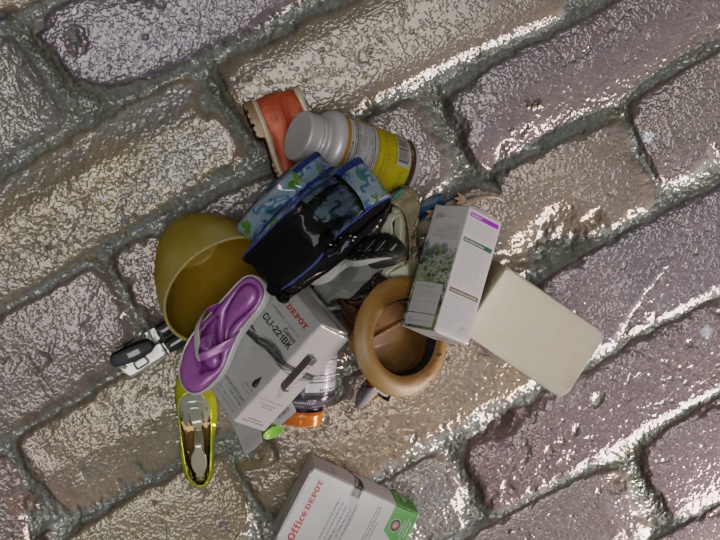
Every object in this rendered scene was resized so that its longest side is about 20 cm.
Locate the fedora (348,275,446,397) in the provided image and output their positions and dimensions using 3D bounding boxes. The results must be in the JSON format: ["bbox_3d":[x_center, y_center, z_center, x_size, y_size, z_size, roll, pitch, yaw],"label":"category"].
[{"bbox_3d":[0.047,0.103,1.635,0.201,0.082,0.201,5,82,-42],"label":"fedora"}]

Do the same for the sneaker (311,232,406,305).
[{"bbox_3d":[0.000,0.000,1.601,0.079,0.200,0.074,56,46,-14],"label":"sneaker"}]

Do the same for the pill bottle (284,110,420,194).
[{"bbox_3d":[-0.014,-0.178,1.614,0.200,0.109,0.109,17,97,-33],"label":"pill bottle"}]

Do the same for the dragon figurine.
[{"bbox_3d":[0.129,-0.089,1.702,0.200,0.099,0.059,-30,104,-20],"label":"dragon figurine"}]

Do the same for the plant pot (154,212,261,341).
[{"bbox_3d":[-0.235,-0.009,1.611,0.200,0.142,0.200,-21,136,-22],"label":"plant pot"}]

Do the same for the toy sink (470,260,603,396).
[{"bbox_3d":[0.274,0.094,1.726,0.200,0.112,0.130,33,93,-6],"label":"toy sink"}]

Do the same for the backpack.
[{"bbox_3d":[-0.063,-0.080,1.497,0.147,0.183,0.200,51,47,2],"label":"backpack"}]

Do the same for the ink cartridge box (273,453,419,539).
[{"bbox_3d":[-0.027,0.415,1.747,0.200,0.084,0.146,27,94,-11],"label":"ink cartridge box"}]

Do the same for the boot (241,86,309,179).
[{"bbox_3d":[-0.099,-0.189,1.654,0.107,0.075,0.200,-24,100,-8],"label":"boot"}]

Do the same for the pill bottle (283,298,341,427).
[{"bbox_3d":[-0.090,0.148,1.687,0.106,0.106,0.200,4,98,-8],"label":"pill bottle"}]

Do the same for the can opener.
[{"bbox_3d":[-0.303,0.106,1.677,0.200,0.066,0.053,-31,100,-7],"label":"can opener"}]

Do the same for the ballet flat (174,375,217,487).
[{"bbox_3d":[-0.264,0.258,1.700,0.067,0.067,0.200,-3,99,-6],"label":"ballet flat"}]

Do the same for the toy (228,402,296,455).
[{"bbox_3d":[-0.169,0.179,1.657,0.115,0.200,0.047,-42,142,19],"label":"toy"}]

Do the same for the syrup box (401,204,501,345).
[{"bbox_3d":[0.139,0.004,1.599,0.081,0.079,0.200,24,79,-38],"label":"syrup box"}]

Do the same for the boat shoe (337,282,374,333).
[{"bbox_3d":[-0.003,0.052,1.703,0.072,0.068,0.200,-28,101,-3],"label":"boat shoe"}]

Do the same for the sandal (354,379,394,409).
[{"bbox_3d":[0.073,0.160,1.724,0.059,0.079,0.207,41,90,-9],"label":"sandal"}]

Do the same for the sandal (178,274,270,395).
[{"bbox_3d":[-0.212,0.088,1.544,0.082,0.050,0.203,33,91,27],"label":"sandal"}]

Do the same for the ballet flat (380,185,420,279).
[{"bbox_3d":[0.055,-0.035,1.631,0.068,0.075,0.200,20,129,29],"label":"ballet flat"}]

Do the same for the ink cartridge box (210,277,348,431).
[{"bbox_3d":[-0.137,0.116,1.575,0.200,0.144,0.084,-47,144,8],"label":"ink cartridge box"}]
